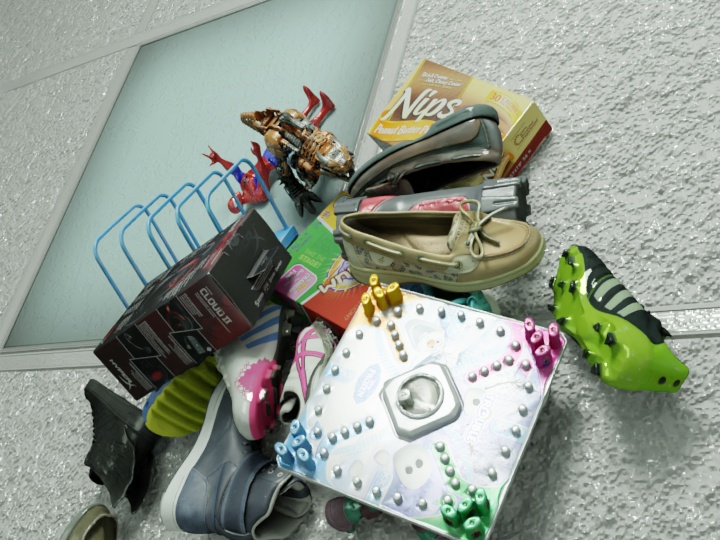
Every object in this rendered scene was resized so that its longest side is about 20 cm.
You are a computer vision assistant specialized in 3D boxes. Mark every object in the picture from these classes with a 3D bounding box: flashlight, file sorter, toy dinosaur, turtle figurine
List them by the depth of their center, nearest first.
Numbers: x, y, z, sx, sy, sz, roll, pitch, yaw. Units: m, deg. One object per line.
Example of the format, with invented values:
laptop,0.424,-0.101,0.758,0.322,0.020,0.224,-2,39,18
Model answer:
turtle figurine,0.053,0.177,0.818,0.197,0.100,0.152,-14,51,39
flashlight,0.070,-0.050,0.935,0.196,0.068,0.069,-4,98,26
toy dinosaur,-0.073,-0.155,1.127,0.101,0.136,0.201,-33,53,1
file sorter,-0.206,-0.035,1.136,0.197,0.124,0.139,-18,22,29

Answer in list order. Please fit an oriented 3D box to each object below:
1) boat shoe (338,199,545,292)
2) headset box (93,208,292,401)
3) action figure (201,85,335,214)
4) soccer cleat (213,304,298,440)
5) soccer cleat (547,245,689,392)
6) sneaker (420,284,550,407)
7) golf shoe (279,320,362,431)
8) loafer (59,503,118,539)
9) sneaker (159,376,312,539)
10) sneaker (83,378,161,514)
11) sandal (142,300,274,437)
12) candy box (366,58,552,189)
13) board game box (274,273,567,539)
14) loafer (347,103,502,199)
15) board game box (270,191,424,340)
boat shoe,0.073,-0.025,0.867,0.196,0.063,0.074,-4,41,21
headset box,-0.168,0.030,0.982,0.198,0.075,0.149,-32,18,26
action figure,-0.129,-0.172,1.232,0.065,0.099,0.202,26,80,48
soccer cleat,-0.118,0.104,0.954,0.084,0.071,0.201,-2,28,7
soccer cleat,0.219,0.043,0.806,0.201,0.080,0.068,-98,27,-62
sneaker,0.106,0.064,0.867,0.077,0.080,0.201,-40,43,7
golf shoe,-0.049,0.109,0.920,0.091,0.073,0.200,-33,14,-4
loafer,-0.295,0.355,0.995,0.068,0.075,0.204,-3,62,24
sneaker,-0.102,0.186,0.956,0.144,0.077,0.205,1,51,30
sneaker,-0.301,0.207,1.110,0.198,0.060,0.105,17,71,45
sandal,-0.178,0.107,1.081,0.200,0.080,0.087,-46,36,-11
candy box,0.108,-0.159,1.052,0.116,0.055,0.199,-51,42,-3
board game box,0.050,0.106,0.784,0.197,0.026,0.202,14,59,28
loafer,0.064,-0.102,0.970,0.198,0.071,0.064,-29,63,36
board game box,0.000,0.000,1.013,0.153,0.041,0.199,-48,41,-17
